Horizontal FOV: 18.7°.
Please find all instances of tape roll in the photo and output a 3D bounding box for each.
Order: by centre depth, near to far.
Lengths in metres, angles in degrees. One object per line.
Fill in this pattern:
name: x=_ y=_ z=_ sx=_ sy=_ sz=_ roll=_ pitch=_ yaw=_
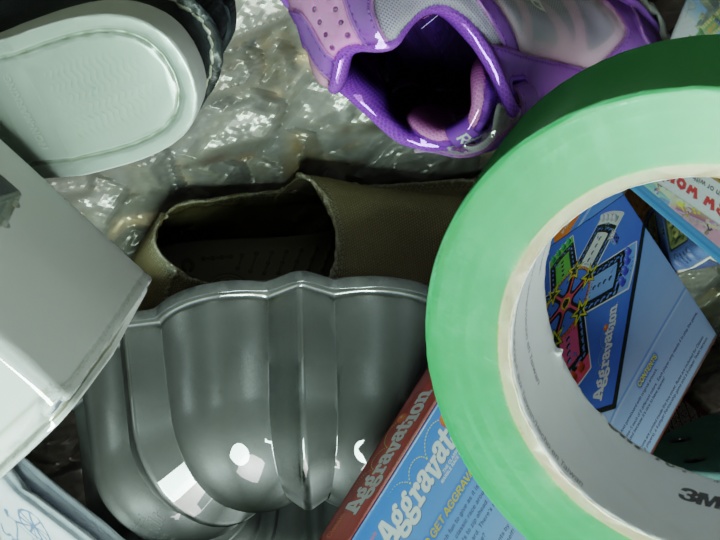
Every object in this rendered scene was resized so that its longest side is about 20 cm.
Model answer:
tape roll: x=0.122 y=0.024 z=0.724 sx=0.199 sy=0.048 sz=0.202 roll=9 pitch=119 yaw=16

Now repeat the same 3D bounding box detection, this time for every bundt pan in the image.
bundt pan: x=-0.019 y=0.082 z=0.875 sx=0.200 sy=0.076 sz=0.202 roll=-2 pitch=151 yaw=-1

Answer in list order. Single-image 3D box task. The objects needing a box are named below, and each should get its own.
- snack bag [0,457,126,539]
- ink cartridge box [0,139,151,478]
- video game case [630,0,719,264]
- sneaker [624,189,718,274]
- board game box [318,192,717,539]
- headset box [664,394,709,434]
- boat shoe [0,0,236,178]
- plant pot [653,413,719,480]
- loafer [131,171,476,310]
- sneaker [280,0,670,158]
snack bag: x=-0.146 y=0.127 z=0.923 sx=0.021 sy=0.199 sz=0.189 roll=-41 pitch=156 yaw=-29
ink cartridge box: x=-0.190 y=-0.005 z=0.712 sx=0.200 sy=0.085 sz=0.145 roll=44 pitch=124 yaw=-9
video game case: x=0.170 y=-0.075 z=0.732 sx=0.018 sy=0.143 sz=0.201 roll=-15 pitch=136 yaw=-40
sneaker: x=0.183 y=-0.060 z=0.856 sx=0.088 sy=0.076 sz=0.200 roll=6 pitch=143 yaw=-31
board game box: x=0.064 y=0.061 z=0.816 sx=0.019 sy=0.201 sz=0.103 roll=-5 pitch=131 yaw=46
headset box: x=0.087 y=0.105 z=1.054 sx=0.148 sy=0.078 sz=0.200 roll=-28 pitch=144 yaw=21
boat shoe: x=-0.134 y=-0.061 z=0.746 sx=0.198 sy=0.060 sz=0.076 roll=-3 pitch=120 yaw=21
plant pot: x=0.175 y=0.171 z=0.952 sx=0.141 sy=0.202 sz=0.141 roll=-2 pitch=-168 yaw=45
loafer: x=0.000 y=0.000 z=0.875 sx=0.198 sy=0.077 sz=0.068 roll=-10 pitch=152 yaw=-6
sneaker: x=0.043 y=-0.074 z=0.776 sx=0.199 sy=0.089 sz=0.080 roll=21 pitch=132 yaw=-41
